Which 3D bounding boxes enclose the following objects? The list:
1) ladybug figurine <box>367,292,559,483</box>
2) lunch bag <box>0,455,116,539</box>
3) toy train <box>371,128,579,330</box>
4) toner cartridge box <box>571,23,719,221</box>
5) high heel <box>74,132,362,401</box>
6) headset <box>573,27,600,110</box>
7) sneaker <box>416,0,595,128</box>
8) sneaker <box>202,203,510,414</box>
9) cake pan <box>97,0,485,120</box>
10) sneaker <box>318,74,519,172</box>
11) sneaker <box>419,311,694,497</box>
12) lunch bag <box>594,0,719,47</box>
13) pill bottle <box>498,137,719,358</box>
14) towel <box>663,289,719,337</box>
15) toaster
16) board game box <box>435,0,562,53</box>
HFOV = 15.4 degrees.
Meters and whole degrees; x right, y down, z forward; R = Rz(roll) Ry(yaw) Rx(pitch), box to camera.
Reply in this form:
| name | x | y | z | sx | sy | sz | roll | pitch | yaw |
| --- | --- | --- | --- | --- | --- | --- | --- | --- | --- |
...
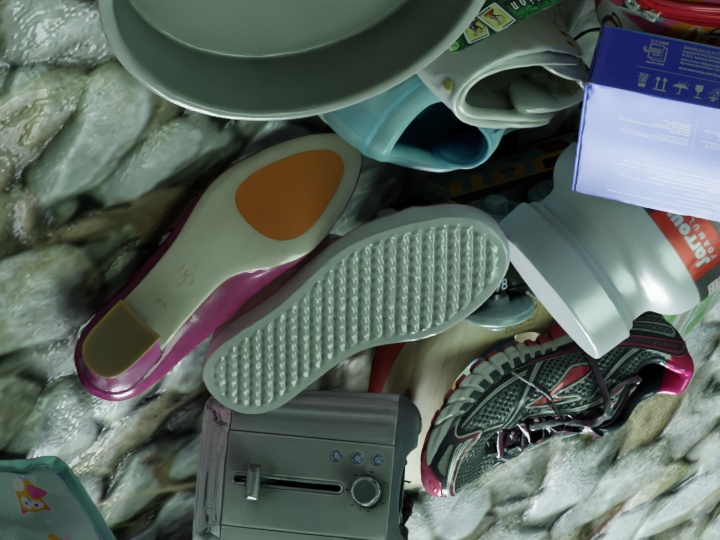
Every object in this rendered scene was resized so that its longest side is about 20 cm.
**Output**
| name | x | y | z | sx | sy | sz | roll | pitch | yaw |
| --- | --- | --- | --- | --- | --- | --- | --- | --- | --- |
| ladybug figurine | 0.062 | 0.053 | 1.712 | 0.136 | 0.072 | 0.200 | -16 | 144 | -37 |
| lunch bag | -0.198 | 0.229 | 1.523 | 0.122 | 0.200 | 0.170 | 3 | 129 | -51 |
| toy train | 0.102 | -0.029 | 1.603 | 0.200 | 0.114 | 0.085 | -18 | 118 | -31 |
| toner cartridge box | 0.214 | -0.064 | 1.381 | 0.095 | 0.200 | 0.043 | 92 | 12 | -56 |
| high heel | -0.079 | -0.001 | 1.499 | 0.200 | 0.067 | 0.096 | -47 | 177 | -10 |
| headset | 0.205 | -0.152 | 1.552 | 0.200 | 0.094 | 0.123 | -31 | 169 | 21 |
| sneaker | 0.096 | -0.127 | 1.455 | 0.200 | 0.116 | 0.074 | -16 | 142 | -40 |
| sneaker | 0.000 | 0.000 | 1.514 | 0.200 | 0.105 | 0.075 | -29 | 112 | 26 |
| cake pan | -0.031 | -0.154 | 1.286 | 0.200 | 0.037 | 0.200 | -10 | 141 | -8 |
| sneaker | 0.056 | -0.085 | 1.502 | 0.200 | 0.082 | 0.074 | -8 | 139 | -44 |
| sneaker | 0.120 | 0.080 | 1.663 | 0.200 | 0.075 | 0.081 | -33 | 151 | -21 |
| lunch bag | 0.222 | -0.169 | 1.418 | 0.200 | 0.177 | 0.082 | 5 | 156 | -7 |
| pill bottle | 0.181 | -0.048 | 1.491 | 0.200 | 0.116 | 0.116 | -39 | 151 | -4 |
| towel | 0.231 | -0.008 | 1.806 | 0.200 | 0.031 | 0.149 | -38 | 157 | -52 |
| toaster | -0.030 | 0.125 | 1.601 | 0.200 | 0.129 | 0.114 | 43 | 53 | -88 |
| board game box | 0.127 | -0.188 | 1.347 | 0.200 | 0.105 | 0.023 | -24 | 130 | 24 |
